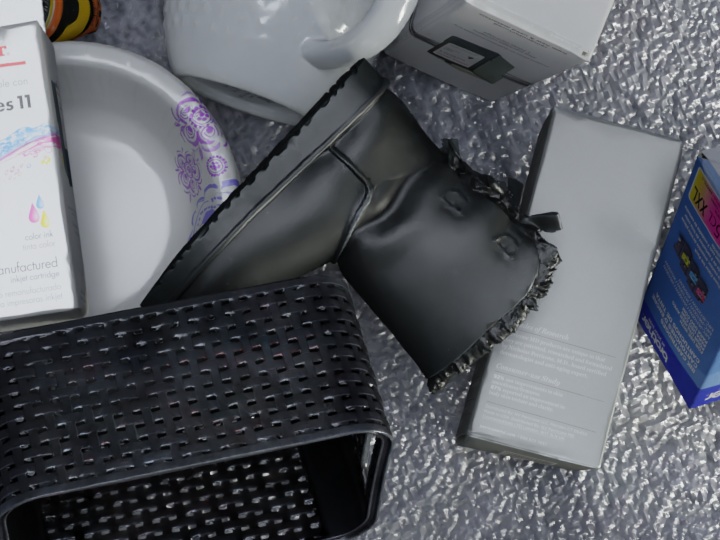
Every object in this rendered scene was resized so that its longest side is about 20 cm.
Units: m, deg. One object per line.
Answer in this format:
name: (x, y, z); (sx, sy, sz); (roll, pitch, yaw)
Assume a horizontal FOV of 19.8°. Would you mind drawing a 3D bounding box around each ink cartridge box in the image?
ink cartridge box: (-0.220, -0.066, 1.132); (0.117, 0.067, 0.201); (-9, 84, -2)
ink cartridge box: (0.093, -0.189, 1.190); (0.084, 0.200, 0.146); (23, 84, -10)
ink cartridge box: (0.245, 0.000, 1.189); (0.136, 0.200, 0.077); (-17, 62, -17)
ink cartridge box: (-0.190, 0.131, 1.171); (0.200, 0.116, 0.068); (35, 67, 16)

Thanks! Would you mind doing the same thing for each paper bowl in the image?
paper bowl: (-0.167, -0.027, 1.217); (0.200, 0.104, 0.202); (0, 84, -2)

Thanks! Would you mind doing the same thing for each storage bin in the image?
storage bin: (-0.093, 0.088, 1.055); (0.199, 0.135, 0.094); (-10, 61, -11)

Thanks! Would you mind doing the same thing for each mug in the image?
mug: (-0.026, -0.178, 1.194); (0.147, 0.200, 0.176); (22, 85, -36)

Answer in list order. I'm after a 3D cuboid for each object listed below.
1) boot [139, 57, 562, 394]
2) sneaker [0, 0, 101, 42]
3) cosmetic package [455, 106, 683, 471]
boot: (0.000, 0.000, 1.135); (0.162, 0.073, 0.198); (45, 91, -7)
sneaker: (-0.250, -0.163, 1.252); (0.199, 0.090, 0.070); (11, 94, 26)
cosmetic package: (0.122, 0.014, 1.219); (0.090, 0.107, 0.201); (13, 82, 1)
